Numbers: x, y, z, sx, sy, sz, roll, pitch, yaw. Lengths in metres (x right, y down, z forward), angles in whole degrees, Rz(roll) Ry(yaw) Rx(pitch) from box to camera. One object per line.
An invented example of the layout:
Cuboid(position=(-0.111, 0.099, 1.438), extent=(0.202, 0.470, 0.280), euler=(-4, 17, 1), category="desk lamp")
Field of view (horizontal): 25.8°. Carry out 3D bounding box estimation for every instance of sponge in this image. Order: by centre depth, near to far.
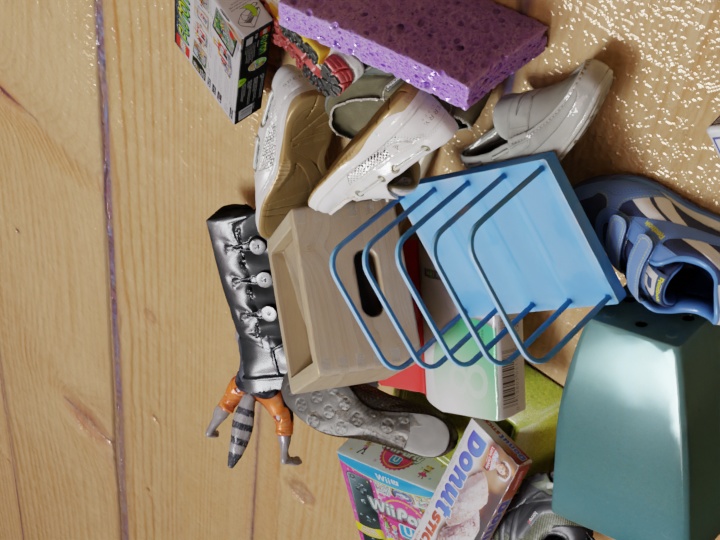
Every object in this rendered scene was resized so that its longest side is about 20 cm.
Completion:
Cuboid(position=(0.042, -0.203, 1.299), extent=(0.199, 0.111, 0.030), euler=(29, 140, 27), category="sponge")

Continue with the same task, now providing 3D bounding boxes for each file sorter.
Cuboid(position=(0.091, 0.003, 1.323), extent=(0.199, 0.123, 0.139), euler=(-8, 117, 53), category="file sorter")

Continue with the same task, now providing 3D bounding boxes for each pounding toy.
Cuboid(position=(0.000, 0.000, 1.500), extent=(0.184, 0.141, 0.201), euler=(140, 122, -74), category="pounding toy")

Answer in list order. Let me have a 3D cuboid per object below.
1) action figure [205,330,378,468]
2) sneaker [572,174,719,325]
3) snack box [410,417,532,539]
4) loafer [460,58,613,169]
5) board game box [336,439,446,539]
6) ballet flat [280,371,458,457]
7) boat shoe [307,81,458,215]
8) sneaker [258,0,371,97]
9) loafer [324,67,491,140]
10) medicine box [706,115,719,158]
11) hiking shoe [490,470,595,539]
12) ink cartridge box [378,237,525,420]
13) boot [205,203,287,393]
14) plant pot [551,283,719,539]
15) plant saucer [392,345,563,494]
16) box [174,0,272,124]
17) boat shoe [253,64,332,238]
Cuboid(position=(-0.088, 0.127, 1.756), extent=(0.199, 0.104, 0.195), euler=(21, 112, 27), category="action figure")
Cuboid(position=(0.241, -0.017, 1.288), extent=(0.199, 0.082, 0.074), euler=(25, 141, 34), category="sneaker")
Cuboid(position=(0.107, 0.240, 1.589), extent=(0.072, 0.024, 0.201), euler=(45, 130, 29), category="snack box")
Cuboid(position=(0.142, -0.119, 1.307), extent=(0.070, 0.070, 0.200), euler=(37, 146, -3), category="loafer")
Cuboid(position=(0.063, 0.282, 1.791), extent=(0.147, 0.064, 0.201), euler=(18, 134, 36), category="board game box")
Cuboid(position=(0.010, 0.145, 1.622), extent=(0.199, 0.046, 0.068), euler=(16, 98, 22), category="ballet flat")
Cuboid(position=(0.018, -0.088, 1.347), extent=(0.069, 0.071, 0.200), euler=(38, 149, -8), category="boat shoe")
Cuboid(position=(-0.049, -0.238, 1.409), extent=(0.200, 0.082, 0.078), euler=(49, 166, 27), category="sneaker")
Cuboid(position=(0.035, -0.142, 1.383), extent=(0.075, 0.070, 0.199), euler=(26, 158, -33), category="loafer")
Cuboid(position=(0.372, -0.058, 1.083), extent=(0.199, 0.103, 0.183), euler=(-6, 119, 51), category="medicine box")
Cuboid(position=(0.158, 0.279, 1.603), extent=(0.200, 0.075, 0.101), euler=(-37, 50, 39), category="hiking shoe")
Cuboid(position=(0.070, 0.051, 1.521), extent=(0.199, 0.050, 0.162), euler=(5, 102, 43), category="ink cartridge box")
Cuboid(position=(-0.065, 0.021, 1.671), extent=(0.164, 0.066, 0.201), euler=(-9, 100, 5), category="boot")
Cuboid(position=(0.257, 0.117, 1.355), extent=(0.141, 0.141, 0.201), euler=(19, 129, 35), category="plant pot")
Cuboid(position=(0.108, 0.148, 1.623), extent=(0.199, 0.048, 0.201), euler=(34, 143, 20), category="plant saucer")
Cuboid(position=(-0.131, -0.224, 1.470), extent=(0.110, 0.035, 0.200), euler=(55, 165, 10), category="box")
Cuboid(position=(-0.071, -0.117, 1.542), extent=(0.069, 0.070, 0.201), euler=(58, 147, 32), category="boat shoe")
